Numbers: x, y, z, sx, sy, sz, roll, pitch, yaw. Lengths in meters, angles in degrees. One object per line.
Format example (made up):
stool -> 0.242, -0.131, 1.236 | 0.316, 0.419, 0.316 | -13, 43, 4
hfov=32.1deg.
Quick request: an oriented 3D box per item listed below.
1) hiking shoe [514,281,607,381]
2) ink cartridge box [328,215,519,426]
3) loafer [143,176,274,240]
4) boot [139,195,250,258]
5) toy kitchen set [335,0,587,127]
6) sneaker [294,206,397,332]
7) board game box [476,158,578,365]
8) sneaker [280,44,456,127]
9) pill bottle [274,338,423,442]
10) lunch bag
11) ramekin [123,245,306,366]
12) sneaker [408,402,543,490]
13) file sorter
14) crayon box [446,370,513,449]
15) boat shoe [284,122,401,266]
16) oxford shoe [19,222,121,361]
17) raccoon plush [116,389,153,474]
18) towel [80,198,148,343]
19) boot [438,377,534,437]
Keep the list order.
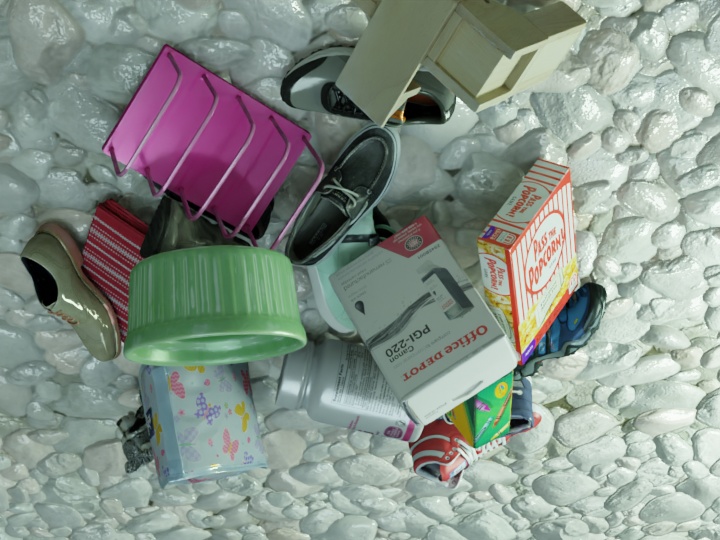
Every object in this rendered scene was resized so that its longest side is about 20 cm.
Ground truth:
hiking shoe -> 0.236, 0.076, 1.639 | 0.086, 0.075, 0.200 | 28, 128, -26
ink cartridge box -> 0.072, 0.058, 1.466 | 0.145, 0.201, 0.085 | -33, 149, 1
loafer -> -0.188, -0.102, 1.473 | 0.199, 0.063, 0.072 | 28, 131, -25
boot -> -0.179, -0.033, 1.435 | 0.130, 0.200, 0.068 | 24, 97, -9
toy kitchen set -> 0.088, -0.247, 1.324 | 0.200, 0.180, 0.164 | 44, 128, 13
sneaker -> 0.000, 0.000, 1.561 | 0.117, 0.074, 0.201 | -6, 132, 15
board game box -> 0.204, -0.009, 1.504 | 0.046, 0.152, 0.201 | 19, 144, 30
sneaker -> 0.010, -0.195, 1.370 | 0.198, 0.080, 0.074 | 1, 137, 1
pill bottle -> -0.009, 0.157, 1.689 | 0.198, 0.114, 0.114 | 13, 134, -4
lunch bag -> -0.219, 0.192, 1.639 | 0.126, 0.171, 0.200 | -15, 170, 14
ramekin -> -0.160, 0.040, 1.362 | 0.198, 0.099, 0.200 | -5, 168, -1
sneaker -> 0.166, 0.248, 1.783 | 0.198, 0.113, 0.072 | -9, 135, 9
file sorter -> -0.158, -0.125, 1.372 | 0.199, 0.126, 0.139 | 30, 102, -25
crayon box -> 0.116, 0.112, 1.590 | 0.058, 0.200, 0.119 | -22, 138, -18
boat shoe -> -0.019, -0.081, 1.447 | 0.072, 0.071, 0.201 | 33, 107, 4
oxford shoe -> -0.370, 0.042, 1.576 | 0.070, 0.074, 0.201 | -10, 118, 33
raccoon plush -> -0.244, 0.231, 1.752 | 0.198, 0.135, 0.097 | 12, 133, -12
towel -> -0.290, 0.014, 1.576 | 0.144, 0.023, 0.201 | 34, 133, 4
boot -> 0.143, 0.192, 1.743 | 0.198, 0.091, 0.073 | -13, 134, 13
